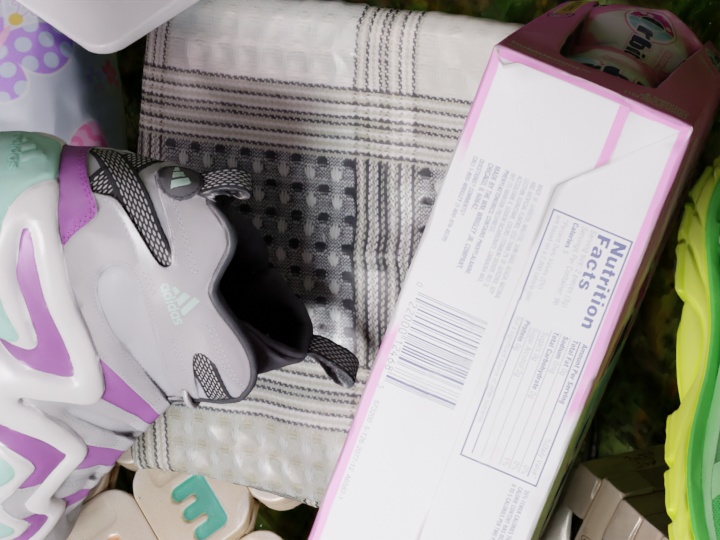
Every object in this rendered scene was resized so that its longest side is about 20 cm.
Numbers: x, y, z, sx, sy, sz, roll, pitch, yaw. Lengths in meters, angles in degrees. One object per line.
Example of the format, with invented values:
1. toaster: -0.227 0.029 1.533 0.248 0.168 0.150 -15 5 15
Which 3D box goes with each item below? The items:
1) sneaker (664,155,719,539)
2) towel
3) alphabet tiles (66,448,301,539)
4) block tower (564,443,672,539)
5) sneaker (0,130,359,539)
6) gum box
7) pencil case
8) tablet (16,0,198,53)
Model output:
1. sneaker: 0.139 0.046 0.796 0.083 0.074 0.201 -18 60 35
2. towel: 0.000 0.000 0.956 0.199 0.034 0.194 11 103 28
3. alphabet tiles: -0.107 0.093 1.039 0.200 0.015 0.196 -35 61 3
4. block tower: 0.144 0.135 0.847 0.200 0.054 0.058 42 122 34
5. sneaker: -0.071 0.038 0.956 0.201 0.139 0.078 95 178 -49
6. gum box: 0.051 0.013 0.852 0.066 0.113 0.201 23 107 8
7. pencil case: -0.136 -0.065 1.051 0.083 0.090 0.201 -21 68 35
8. tablet: -0.108 -0.155 1.018 0.200 0.130 0.014 35 149 37
